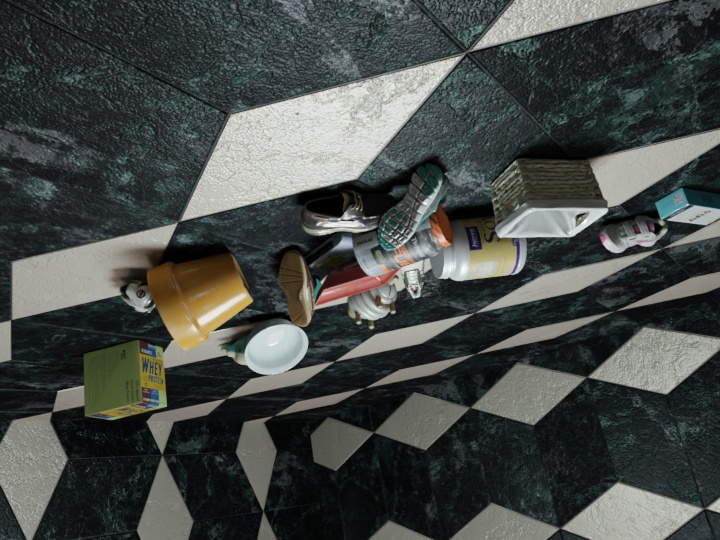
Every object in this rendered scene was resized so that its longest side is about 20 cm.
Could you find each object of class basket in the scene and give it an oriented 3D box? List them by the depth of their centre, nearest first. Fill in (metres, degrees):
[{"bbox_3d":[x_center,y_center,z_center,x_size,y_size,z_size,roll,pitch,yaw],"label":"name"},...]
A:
[{"bbox_3d":[0.386,-0.151,1.332,0.199,0.124,0.136,-1,158,-21],"label":"basket"}]

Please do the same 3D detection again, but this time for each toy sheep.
[{"bbox_3d":[0.037,0.071,1.740,0.200,0.138,0.138,-35,149,33],"label":"toy sheep"}]

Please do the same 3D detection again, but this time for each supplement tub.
[{"bbox_3d":[0.093,-0.071,1.402,0.200,0.123,0.122,-20,158,23],"label":"supplement tub"},{"bbox_3d":[0.272,-0.052,1.504,0.199,0.146,0.145,-7,159,-11],"label":"supplement tub"}]

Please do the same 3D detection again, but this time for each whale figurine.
[{"bbox_3d":[-0.375,0.254,2.109,0.200,0.104,0.159,4,176,45],"label":"whale figurine"}]

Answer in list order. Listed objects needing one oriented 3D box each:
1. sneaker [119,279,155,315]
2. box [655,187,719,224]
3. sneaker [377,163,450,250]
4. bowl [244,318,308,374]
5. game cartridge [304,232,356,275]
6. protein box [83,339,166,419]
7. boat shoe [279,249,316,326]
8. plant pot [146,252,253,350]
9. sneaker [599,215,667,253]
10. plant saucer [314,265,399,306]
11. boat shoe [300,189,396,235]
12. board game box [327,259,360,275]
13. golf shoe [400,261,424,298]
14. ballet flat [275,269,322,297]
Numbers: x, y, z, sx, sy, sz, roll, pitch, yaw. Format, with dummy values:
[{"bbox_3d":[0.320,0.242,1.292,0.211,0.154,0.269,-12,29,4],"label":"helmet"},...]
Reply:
[{"bbox_3d":[-0.530,0.056,1.529,0.088,0.074,0.200,30,161,-16],"label":"sneaker"},{"bbox_3d":[0.852,-0.162,1.629,0.199,0.049,0.082,3,156,-31],"label":"box"},{"bbox_3d":[0.114,-0.119,1.285,0.200,0.078,0.091,-52,154,22],"label":"sneaker"},{"bbox_3d":[-0.271,0.219,1.987,0.200,0.090,0.202,-13,129,-17],"label":"bowl"},{"bbox_3d":[-0.049,-0.037,1.552,0.133,0.041,0.200,2,157,-38],"label":"game cartridge"},{"bbox_3d":[-0.731,0.342,1.987,0.199,0.199,0.135,-15,159,12],"label":"protein box"},{"bbox_3d":[-0.143,0.035,1.549,0.072,0.201,0.072,4,-153,27],"label":"boat shoe"},{"bbox_3d":[-0.352,0.051,1.447,0.183,0.201,0.200,-25,160,-5],"label":"plant pot"},{"bbox_3d":[0.723,-0.106,1.687,0.199,0.082,0.088,-11,160,-21],"label":"sneaker"},{"bbox_3d":[-0.014,0.025,1.554,0.199,0.037,0.200,-17,170,-14],"label":"plant saucer"},{"bbox_3d":[-0.023,-0.121,1.286,0.199,0.075,0.073,-13,155,-8],"label":"boat shoe"},{"bbox_3d":[0.000,0.000,1.606,0.103,0.020,0.200,-22,170,16],"label":"board game box"},{"bbox_3d":[0.140,0.003,1.674,0.077,0.088,0.200,-11,158,7],"label":"golf shoe"},{"bbox_3d":[-0.161,0.033,1.658,0.072,0.072,0.200,-17,158,17],"label":"ballet flat"}]
